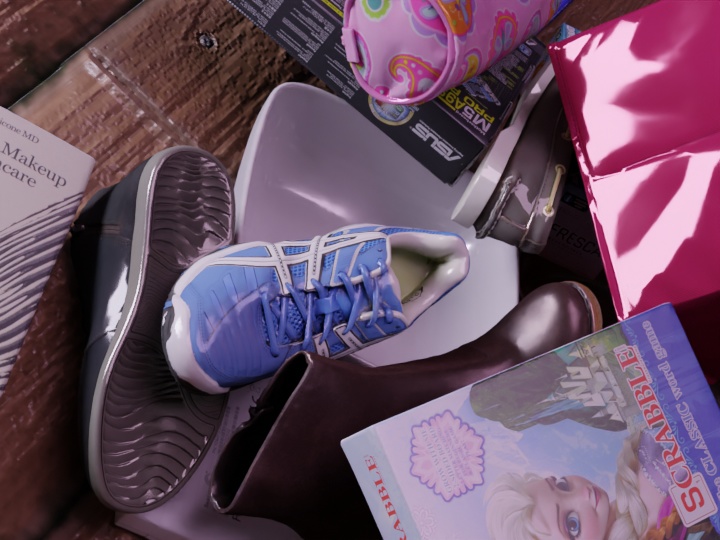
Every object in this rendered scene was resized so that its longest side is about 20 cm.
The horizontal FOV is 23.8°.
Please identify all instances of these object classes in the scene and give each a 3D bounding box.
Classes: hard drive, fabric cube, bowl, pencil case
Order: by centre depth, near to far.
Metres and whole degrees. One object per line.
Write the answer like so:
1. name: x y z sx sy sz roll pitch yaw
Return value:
1. hard drive: -0.036 0.125 0.988 0.199 0.026 0.132 27 48 -20
2. bowl: 0.000 0.000 1.064 0.199 0.075 0.200 26 46 -19
3. fabric cube: 0.260 -0.065 1.072 0.196 0.199 0.201 24 49 -59
4. pencil case: 0.062 -0.168 1.076 0.087 0.087 0.200 48 36 1

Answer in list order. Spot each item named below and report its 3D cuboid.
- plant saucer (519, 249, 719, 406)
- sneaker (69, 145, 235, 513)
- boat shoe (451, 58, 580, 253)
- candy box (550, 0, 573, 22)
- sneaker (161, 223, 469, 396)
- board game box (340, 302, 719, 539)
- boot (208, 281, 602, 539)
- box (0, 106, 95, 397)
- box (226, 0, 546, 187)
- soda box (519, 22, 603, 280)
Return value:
1. plant saucer: 0.184 0.053 1.170 0.200 0.032 0.201 24 32 -16
2. sneaker: -0.124 0.038 0.945 0.075 0.106 0.201 20 70 -29
3. boat shoe: 0.119 -0.079 1.116 0.060 0.072 0.202 31 41 2
4. candy box: 0.130 -0.313 1.317 0.200 0.169 0.077 47 40 -1
5. sneaker: -0.023 0.011 0.915 0.200 0.077 0.076 -25 100 -43
6. board game box: 0.117 0.140 0.867 0.199 0.041 0.201 -21 82 -29
7. boot: 0.030 0.071 0.912 0.166 0.200 0.072 27 12 -45
8. box: -0.213 0.009 0.903 0.082 0.068 0.201 28 48 -18
9. box: 0.019 -0.167 1.136 0.200 0.044 0.160 39 37 -5
10. soda box: 0.157 -0.089 1.230 0.063 0.068 0.200 23 40 -15
